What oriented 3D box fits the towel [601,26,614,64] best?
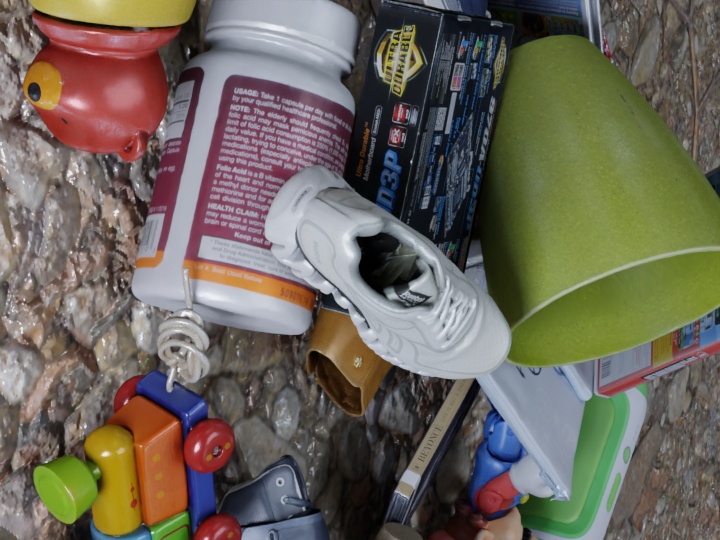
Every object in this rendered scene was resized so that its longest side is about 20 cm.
[{"bbox_3d":[0.173,-0.124,1.389,0.022,0.145,0.200,-19,92,-18],"label":"towel"}]

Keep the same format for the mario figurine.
[{"bbox_3d":[0.128,0.182,1.424,0.123,0.106,0.200,6,99,-60],"label":"mario figurine"}]

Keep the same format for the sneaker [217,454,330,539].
[{"bbox_3d":[-0.008,0.192,1.159,0.077,0.202,0.146,115,-32,-79],"label":"sneaker"}]

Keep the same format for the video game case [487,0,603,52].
[{"bbox_3d":[0.128,-0.200,1.335,0.018,0.143,0.200,-24,118,-34],"label":"video game case"}]

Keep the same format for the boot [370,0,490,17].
[{"bbox_3d":[0.075,-0.166,1.319,0.090,0.073,0.200,-47,133,-35],"label":"boot"}]

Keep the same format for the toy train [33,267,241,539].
[{"bbox_3d":[-0.141,0.104,1.015,0.116,0.085,0.200,-28,129,-37],"label":"toy train"}]

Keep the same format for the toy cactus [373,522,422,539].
[{"bbox_3d":[0.006,0.265,1.249,0.200,0.102,0.165,-5,120,-59],"label":"toy cactus"}]

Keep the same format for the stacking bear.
[{"bbox_3d":[-0.140,-0.162,0.960,0.114,0.121,0.200,-13,116,-49],"label":"stacking bear"}]

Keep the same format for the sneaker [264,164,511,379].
[{"bbox_3d":[0.030,0.015,1.037,0.200,0.081,0.075,36,81,-39],"label":"sneaker"}]

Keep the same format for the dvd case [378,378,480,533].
[{"bbox_3d":[0.060,0.131,1.341,0.200,0.016,0.149,-59,171,-35],"label":"dvd case"}]

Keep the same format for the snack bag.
[{"bbox_3d":[0.139,0.048,1.340,0.189,0.021,0.200,55,39,-38],"label":"snack bag"}]

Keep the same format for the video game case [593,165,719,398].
[{"bbox_3d":[0.243,0.007,1.333,0.017,0.200,0.143,15,67,-22],"label":"video game case"}]

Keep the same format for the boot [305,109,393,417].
[{"bbox_3d":[0.000,0.000,1.236,0.144,0.071,0.201,-59,144,-34],"label":"boot"}]

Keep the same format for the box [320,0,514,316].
[{"bbox_3d":[0.041,-0.073,1.142,0.159,0.046,0.200,-14,117,-68],"label":"box"}]

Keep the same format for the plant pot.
[{"bbox_3d":[0.158,-0.060,1.236,0.187,0.187,0.200,19,48,-57],"label":"plant pot"}]

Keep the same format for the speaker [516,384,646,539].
[{"bbox_3d":[0.194,0.181,1.560,0.088,0.088,0.200,54,52,-47],"label":"speaker"}]

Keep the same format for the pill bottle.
[{"bbox_3d":[-0.066,-0.068,1.079,0.114,0.114,0.200,25,76,-56],"label":"pill bottle"}]

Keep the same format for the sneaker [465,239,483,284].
[{"bbox_3d":[0.125,0.014,1.431,0.200,0.076,0.105,-43,131,-47],"label":"sneaker"}]
